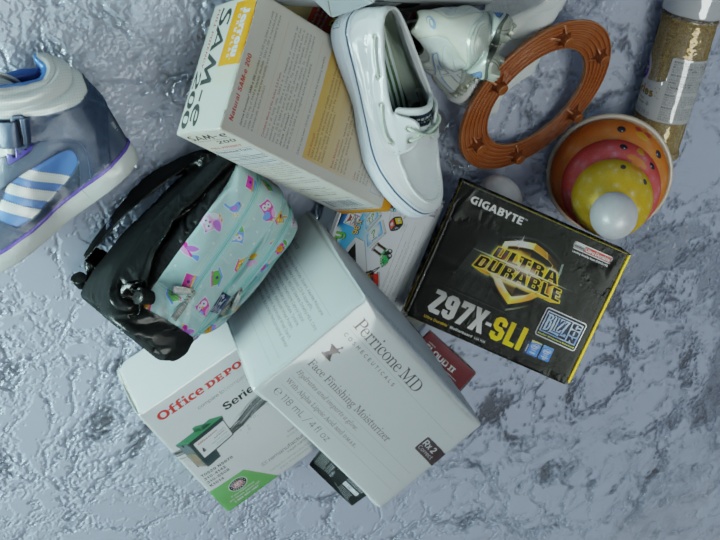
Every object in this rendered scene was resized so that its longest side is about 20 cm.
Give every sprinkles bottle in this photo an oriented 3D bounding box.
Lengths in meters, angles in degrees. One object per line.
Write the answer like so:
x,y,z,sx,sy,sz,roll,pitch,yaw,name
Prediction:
0.363,-0.228,1.156,0.068,0.068,0.201,-7,123,-26,sprinkles bottle

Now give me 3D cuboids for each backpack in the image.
-0.159,-0.019,0.943,0.200,0.167,0.127,-52,126,-11,backpack

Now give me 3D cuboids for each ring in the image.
0.192,-0.182,1.076,0.200,0.019,0.201,-27,149,-17,ring

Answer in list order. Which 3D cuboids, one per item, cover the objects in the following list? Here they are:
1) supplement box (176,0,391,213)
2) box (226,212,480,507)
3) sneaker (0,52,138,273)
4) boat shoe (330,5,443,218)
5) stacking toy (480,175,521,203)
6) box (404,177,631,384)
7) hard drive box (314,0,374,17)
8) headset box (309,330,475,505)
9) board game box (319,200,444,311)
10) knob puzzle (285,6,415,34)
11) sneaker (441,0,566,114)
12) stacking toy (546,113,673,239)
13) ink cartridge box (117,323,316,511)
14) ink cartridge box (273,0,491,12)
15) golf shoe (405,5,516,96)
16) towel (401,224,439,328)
-0.051,-0.143,0.900,0.200,0.073,0.127,24,76,-38,supplement box
-0.016,0.082,0.971,0.131,0.200,0.199,-40,121,3,box
-0.307,-0.098,0.857,0.200,0.081,0.147,-36,123,-1,sneaker
0.035,-0.135,0.880,0.074,0.067,0.201,-42,117,-33,boat shoe
0.187,-0.021,1.157,0.146,0.146,0.200,-33,116,-7,stacking toy
0.167,0.011,1.088,0.199,0.049,0.160,24,101,-2,box
-0.006,-0.326,0.764,0.156,0.077,0.200,39,76,-25,hard drive box
0.041,0.165,1.149,0.200,0.075,0.149,-45,173,-20,headset box
0.000,0.000,1.083,0.126,0.035,0.201,10,111,-32,board game box
-0.038,-0.221,0.955,0.219,0.030,0.221,-15,127,-21,knob puzzle
0.171,-0.250,1.037,0.088,0.075,0.200,18,119,-42,sneaker
0.279,-0.081,1.098,0.145,0.200,0.147,4,113,8,stacking toy
-0.148,0.149,1.097,0.146,0.084,0.200,-36,132,-5,ink cartridge box
0.012,-0.305,0.865,0.199,0.083,0.146,-4,98,-27,ink cartridge box
0.076,-0.217,0.938,0.097,0.200,0.079,15,91,-7,golf shoe
0.011,0.014,1.134,0.199,0.035,0.193,-29,130,-10,towel
